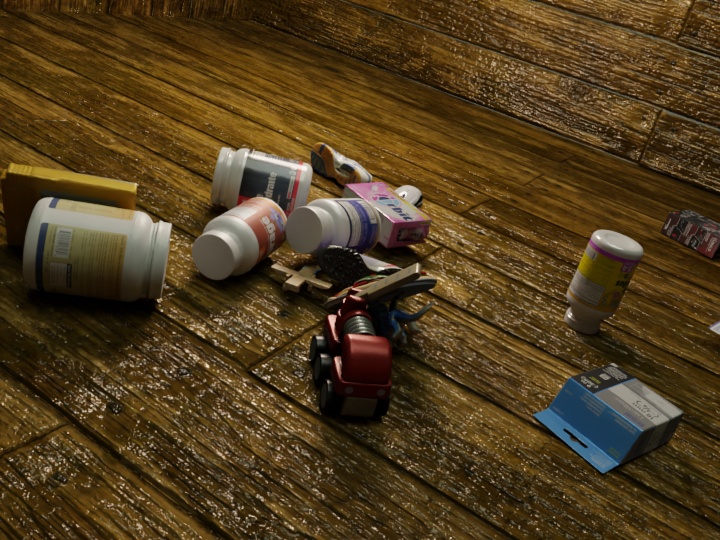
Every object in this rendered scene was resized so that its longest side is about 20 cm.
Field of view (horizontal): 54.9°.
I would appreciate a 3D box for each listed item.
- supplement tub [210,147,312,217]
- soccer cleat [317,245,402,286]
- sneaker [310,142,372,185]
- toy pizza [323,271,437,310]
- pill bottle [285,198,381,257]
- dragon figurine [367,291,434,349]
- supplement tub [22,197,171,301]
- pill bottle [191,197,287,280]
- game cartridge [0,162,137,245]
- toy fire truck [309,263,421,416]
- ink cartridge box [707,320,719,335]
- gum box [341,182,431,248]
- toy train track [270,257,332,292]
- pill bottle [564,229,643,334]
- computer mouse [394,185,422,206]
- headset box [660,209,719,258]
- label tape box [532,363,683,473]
[{"bbox_3d":[-0.212,-0.183,1.498,0.199,0.141,0.141,12,26,-7],"label":"supplement tub"},{"bbox_3d":[0.000,0.000,1.329,0.199,0.069,0.073,17,1,-25],"label":"soccer cleat"},{"bbox_3d":[-0.053,-0.276,1.873,0.200,0.075,0.088,42,24,31],"label":"sneaker"},{"bbox_3d":[0.033,0.032,1.193,0.199,0.032,0.200,-12,-9,-2],"label":"toy pizza"},{"bbox_3d":[-0.055,-0.084,1.384,0.119,0.120,0.200,30,20,27],"label":"pill bottle"},{"bbox_3d":[0.051,0.071,1.143,0.059,0.200,0.100,-16,69,-23],"label":"dragon figurine"},{"bbox_3d":[-0.403,-0.029,1.078,0.199,0.145,0.145,9,26,-15],"label":"supplement tub"},{"bbox_3d":[-0.221,-0.057,1.276,0.112,0.113,0.200,21,27,11],"label":"pill bottle"},{"bbox_3d":[-0.474,-0.090,1.133,0.199,0.177,0.033,7,50,-17],"label":"game cartridge"},{"bbox_3d":[0.014,0.090,1.013,0.128,0.201,0.176,7,27,-16],"label":"toy fire truck"},{"bbox_3d":[0.887,0.173,1.527,0.197,0.047,0.200,-12,36,-42],"label":"ink cartridge box"},{"bbox_3d":[0.058,-0.126,1.564,0.113,0.066,0.200,-9,37,-37],"label":"gum box"},{"bbox_3d":[-0.100,0.013,1.301,0.114,0.033,0.200,20,19,9],"label":"toy train track"},{"bbox_3d":[0.485,0.026,1.407,0.104,0.201,0.104,13,26,-6],"label":"pill bottle"},{"bbox_3d":[0.111,-0.189,1.806,0.109,0.044,0.200,22,26,15],"label":"computer mouse"},{"bbox_3d":[1.067,-0.112,2.156,0.148,0.075,0.200,-9,35,-41],"label":"headset box"},{"bbox_3d":[0.399,0.229,1.111,0.199,0.064,0.144,-7,33,-39],"label":"label tape box"}]
